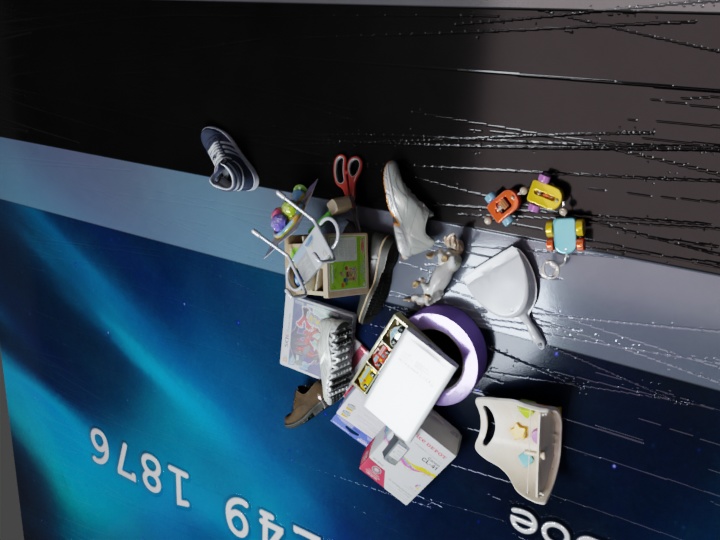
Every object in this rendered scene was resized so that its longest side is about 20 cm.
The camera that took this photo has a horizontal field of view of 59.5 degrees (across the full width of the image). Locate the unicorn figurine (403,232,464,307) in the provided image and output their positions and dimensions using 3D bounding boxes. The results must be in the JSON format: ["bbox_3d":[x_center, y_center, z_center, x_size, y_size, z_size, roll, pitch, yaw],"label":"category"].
[{"bbox_3d":[0.152,0.020,1.290,0.200,0.136,0.074,-46,70,17],"label":"unicorn figurine"}]

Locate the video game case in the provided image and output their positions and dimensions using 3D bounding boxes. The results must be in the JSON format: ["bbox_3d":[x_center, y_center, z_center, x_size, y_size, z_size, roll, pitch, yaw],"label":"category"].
[{"bbox_3d":[-0.105,0.166,1.511,0.195,0.023,0.188,15,108,27],"label":"video game case"}]

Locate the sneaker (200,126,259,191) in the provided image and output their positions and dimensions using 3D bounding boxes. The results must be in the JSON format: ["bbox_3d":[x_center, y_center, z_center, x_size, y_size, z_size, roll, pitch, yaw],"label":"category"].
[{"bbox_3d":[-0.335,-0.265,1.498,0.200,0.108,0.070,47,121,11],"label":"sneaker"}]

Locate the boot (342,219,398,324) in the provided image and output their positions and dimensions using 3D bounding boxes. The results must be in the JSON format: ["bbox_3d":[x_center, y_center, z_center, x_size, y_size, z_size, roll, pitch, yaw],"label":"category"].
[{"bbox_3d":[0.000,0.000,1.401,0.136,0.077,0.205,25,102,26],"label":"boot"}]

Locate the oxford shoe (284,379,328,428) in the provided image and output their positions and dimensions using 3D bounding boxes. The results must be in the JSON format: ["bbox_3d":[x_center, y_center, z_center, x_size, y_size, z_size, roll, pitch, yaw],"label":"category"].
[{"bbox_3d":[-0.136,0.328,1.564,0.200,0.072,0.085,-43,78,37],"label":"oxford shoe"}]

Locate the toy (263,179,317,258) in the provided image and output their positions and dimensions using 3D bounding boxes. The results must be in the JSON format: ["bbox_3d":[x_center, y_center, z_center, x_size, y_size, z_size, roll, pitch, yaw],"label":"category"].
[{"bbox_3d":[-0.162,-0.127,1.382,0.047,0.202,0.114,41,126,-16],"label":"toy"}]

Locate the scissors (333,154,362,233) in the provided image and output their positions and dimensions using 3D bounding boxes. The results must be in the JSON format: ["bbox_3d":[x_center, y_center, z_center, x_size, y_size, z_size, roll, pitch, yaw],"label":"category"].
[{"bbox_3d":[-0.025,-0.152,1.375,0.071,0.014,0.207,-2,89,25],"label":"scissors"}]

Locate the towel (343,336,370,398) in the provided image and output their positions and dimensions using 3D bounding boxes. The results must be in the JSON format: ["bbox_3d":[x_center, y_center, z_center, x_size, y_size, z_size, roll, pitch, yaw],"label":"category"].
[{"bbox_3d":[-0.034,0.225,1.506,0.200,0.023,0.145,44,120,13],"label":"towel"}]

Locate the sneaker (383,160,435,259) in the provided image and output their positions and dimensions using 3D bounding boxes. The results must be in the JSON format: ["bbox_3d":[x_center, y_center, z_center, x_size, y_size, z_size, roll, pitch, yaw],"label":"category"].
[{"bbox_3d":[0.103,-0.132,1.309,0.089,0.076,0.207,-14,88,5],"label":"sneaker"}]

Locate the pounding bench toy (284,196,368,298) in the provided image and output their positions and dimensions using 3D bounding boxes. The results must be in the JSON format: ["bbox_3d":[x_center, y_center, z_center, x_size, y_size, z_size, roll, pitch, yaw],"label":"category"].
[{"bbox_3d":[-0.079,-0.052,1.346,0.153,0.122,0.207,2,95,44],"label":"pounding bench toy"}]

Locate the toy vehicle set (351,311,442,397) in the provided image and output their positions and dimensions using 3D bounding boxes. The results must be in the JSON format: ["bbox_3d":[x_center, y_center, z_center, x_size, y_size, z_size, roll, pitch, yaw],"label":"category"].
[{"bbox_3d":[0.074,0.207,1.351,0.123,0.026,0.203,39,116,16],"label":"toy vehicle set"}]

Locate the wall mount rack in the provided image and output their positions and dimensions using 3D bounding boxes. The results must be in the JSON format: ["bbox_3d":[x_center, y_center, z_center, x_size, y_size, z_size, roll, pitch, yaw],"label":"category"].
[{"bbox_3d":[-0.131,-0.052,1.257,0.201,0.073,0.176,-48,63,36],"label":"wall mount rack"}]

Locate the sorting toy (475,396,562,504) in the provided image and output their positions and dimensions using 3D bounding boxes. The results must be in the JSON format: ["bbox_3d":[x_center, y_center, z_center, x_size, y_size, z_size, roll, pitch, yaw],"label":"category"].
[{"bbox_3d":[0.314,0.337,1.292,0.176,0.106,0.207,9,109,36],"label":"sorting toy"}]

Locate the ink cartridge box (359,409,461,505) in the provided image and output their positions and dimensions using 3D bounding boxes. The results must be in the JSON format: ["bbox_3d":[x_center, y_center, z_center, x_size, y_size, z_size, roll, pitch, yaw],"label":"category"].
[{"bbox_3d":[0.110,0.405,1.417,0.146,0.086,0.202,36,120,0],"label":"ink cartridge box"}]

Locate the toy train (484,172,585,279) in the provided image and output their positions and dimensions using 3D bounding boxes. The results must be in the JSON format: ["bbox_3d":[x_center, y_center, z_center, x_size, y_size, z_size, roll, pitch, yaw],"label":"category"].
[{"bbox_3d":[0.333,-0.094,1.184,0.202,0.055,0.151,51,124,12],"label":"toy train"}]

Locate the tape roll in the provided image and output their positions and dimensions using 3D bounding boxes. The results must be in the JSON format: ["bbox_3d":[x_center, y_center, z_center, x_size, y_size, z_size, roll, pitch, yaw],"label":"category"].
[{"bbox_3d":[0.168,0.180,1.348,0.195,0.065,0.207,9,109,28],"label":"tape roll"}]

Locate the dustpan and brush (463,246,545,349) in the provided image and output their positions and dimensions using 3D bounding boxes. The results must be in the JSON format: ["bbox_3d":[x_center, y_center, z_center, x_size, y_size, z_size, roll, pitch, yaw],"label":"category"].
[{"bbox_3d":[0.307,0.069,1.249,0.138,0.057,0.204,-32,79,34],"label":"dustpan and brush"}]

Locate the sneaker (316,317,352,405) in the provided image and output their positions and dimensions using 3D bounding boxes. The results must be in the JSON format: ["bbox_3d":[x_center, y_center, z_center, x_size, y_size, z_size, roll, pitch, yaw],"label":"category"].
[{"bbox_3d":[-0.065,0.205,1.449,0.080,0.074,0.207,15,106,41],"label":"sneaker"}]

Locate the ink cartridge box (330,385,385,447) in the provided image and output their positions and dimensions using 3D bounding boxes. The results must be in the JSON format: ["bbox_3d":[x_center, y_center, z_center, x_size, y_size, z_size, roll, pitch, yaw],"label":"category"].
[{"bbox_3d":[0.027,0.312,1.463,0.118,0.042,0.202,34,117,-5],"label":"ink cartridge box"}]

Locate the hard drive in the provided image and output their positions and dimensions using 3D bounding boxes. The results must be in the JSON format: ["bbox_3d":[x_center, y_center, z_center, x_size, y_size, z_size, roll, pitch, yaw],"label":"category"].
[{"bbox_3d":[0.100,0.238,1.306,0.131,0.026,0.203,35,112,17],"label":"hard drive"}]
